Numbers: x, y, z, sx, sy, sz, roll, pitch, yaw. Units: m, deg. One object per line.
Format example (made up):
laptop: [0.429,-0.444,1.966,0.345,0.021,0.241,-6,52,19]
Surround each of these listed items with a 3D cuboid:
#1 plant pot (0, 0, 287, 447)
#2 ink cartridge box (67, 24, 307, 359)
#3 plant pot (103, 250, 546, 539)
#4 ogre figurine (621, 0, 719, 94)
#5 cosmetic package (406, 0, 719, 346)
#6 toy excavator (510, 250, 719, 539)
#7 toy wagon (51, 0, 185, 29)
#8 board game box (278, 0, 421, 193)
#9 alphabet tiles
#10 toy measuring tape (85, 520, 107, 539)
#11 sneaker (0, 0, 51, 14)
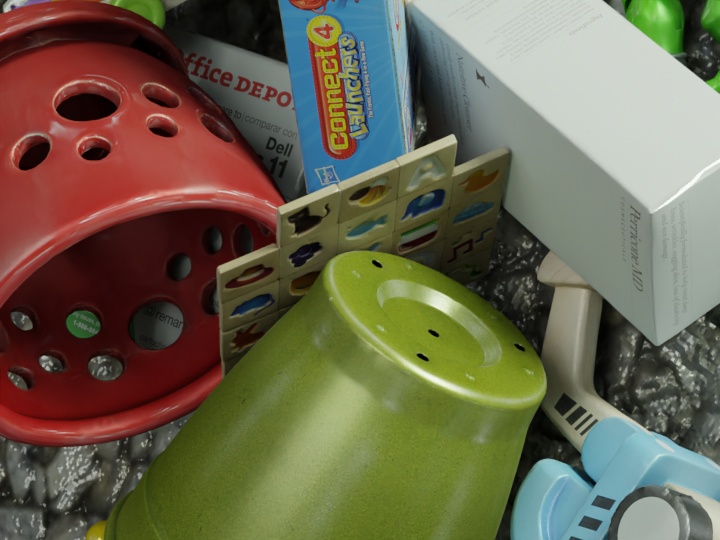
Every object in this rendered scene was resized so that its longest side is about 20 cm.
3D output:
plant pot: [-0.150,-0.035,1.230,0.200,0.200,0.183,-41,55,21]
ink cartridge box: [-0.077,-0.030,1.350,0.146,0.083,0.201,21,92,35]
plant pot: [-0.003,0.102,1.181,0.200,0.200,0.193,45,116,32]
ogre figurine: [0.199,-0.166,1.183,0.120,0.098,0.200,60,148,15]
cosmetic package: [0.118,-0.070,1.180,0.081,0.113,0.200,-32,51,-16]
toy excavator: [0.128,0.102,1.183,0.200,0.100,0.195,39,102,42]
toy wagon: [-0.093,-0.188,1.360,0.199,0.155,0.040,-29,105,-5]
board game box: [-0.006,-0.175,1.197,0.056,0.197,0.200,-4,32,7]
alphabet tiles: [0.000,0.000,1.209,0.166,0.200,0.006,-23,65,-14]
toy measuring tape: [-0.088,0.222,1.331,0.074,0.074,0.200,-45,80,19]
sneaker: [-0.206,-0.088,1.461,0.088,0.080,0.201,24,100,29]
